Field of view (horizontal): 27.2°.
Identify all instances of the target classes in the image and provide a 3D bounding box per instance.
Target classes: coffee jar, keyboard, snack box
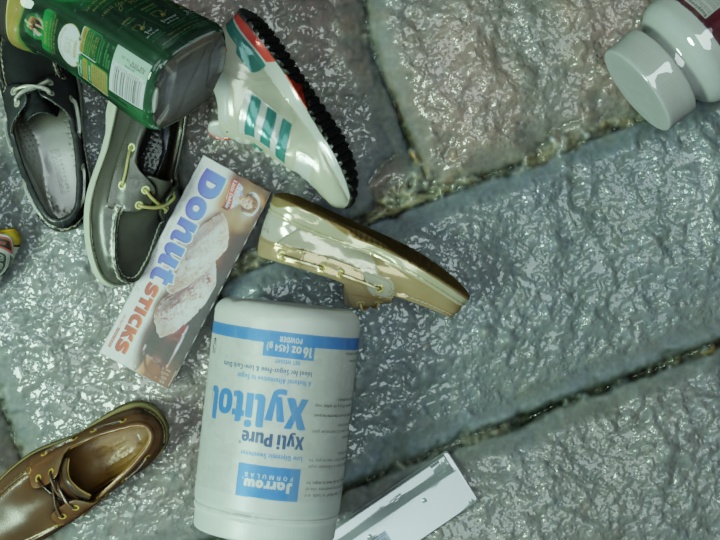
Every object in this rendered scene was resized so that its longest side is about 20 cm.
[{"bbox_3d":[-0.218,-0.204,1.256,0.199,0.104,0.086,32,132,19],"label":"coffee jar"},{"bbox_3d":[0.013,0.244,1.372,0.199,0.011,0.057,-33,98,-3],"label":"keyboard"},{"bbox_3d":[-0.157,0.002,1.346,0.071,0.024,0.201,28,89,-4],"label":"snack box"}]

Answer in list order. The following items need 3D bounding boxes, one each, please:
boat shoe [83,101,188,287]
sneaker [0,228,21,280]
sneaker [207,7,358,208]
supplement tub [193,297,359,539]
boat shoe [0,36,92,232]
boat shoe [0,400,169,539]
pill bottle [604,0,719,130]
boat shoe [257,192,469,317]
[{"bbox_3d":[-0.193,-0.084,1.311,0.060,0.071,0.203,7,89,37],"label":"boat shoe"},{"bbox_3d":[-0.383,-0.067,1.308,0.200,0.078,0.082,45,83,-13],"label":"sneaker"},{"bbox_3d":[-0.082,-0.130,1.339,0.093,0.070,0.201,-32,95,14],"label":"sneaker"},{"bbox_3d":[-0.073,0.129,1.302,0.131,0.132,0.202,6,89,-5],"label":"supplement tub"},{"bbox_3d":[-0.282,-0.133,1.316,0.073,0.060,0.202,-10,91,-3],"label":"boat shoe"},{"bbox_3d":[-0.260,0.184,1.318,0.199,0.068,0.072,-34,93,-3],"label":"boat shoe"},{"bbox_3d":[0.325,-0.222,1.341,0.200,0.110,0.110,-39,93,-3],"label":"pill bottle"},{"bbox_3d":[0.000,0.000,1.342,0.199,0.074,0.070,26,100,-3],"label":"boat shoe"}]
